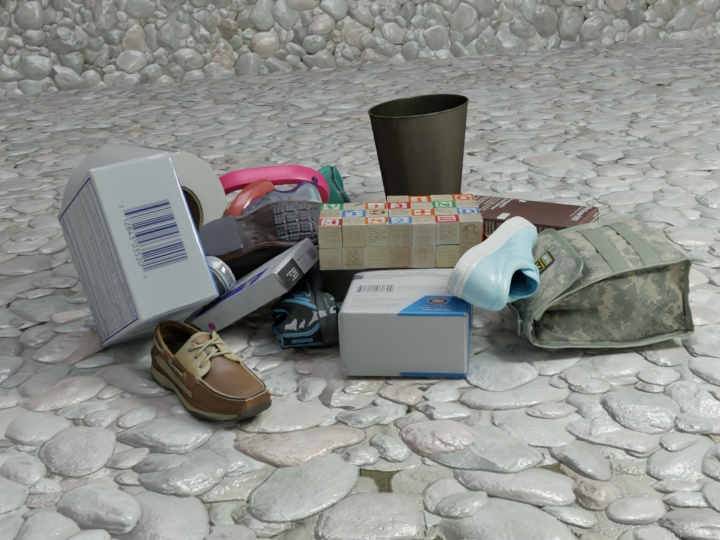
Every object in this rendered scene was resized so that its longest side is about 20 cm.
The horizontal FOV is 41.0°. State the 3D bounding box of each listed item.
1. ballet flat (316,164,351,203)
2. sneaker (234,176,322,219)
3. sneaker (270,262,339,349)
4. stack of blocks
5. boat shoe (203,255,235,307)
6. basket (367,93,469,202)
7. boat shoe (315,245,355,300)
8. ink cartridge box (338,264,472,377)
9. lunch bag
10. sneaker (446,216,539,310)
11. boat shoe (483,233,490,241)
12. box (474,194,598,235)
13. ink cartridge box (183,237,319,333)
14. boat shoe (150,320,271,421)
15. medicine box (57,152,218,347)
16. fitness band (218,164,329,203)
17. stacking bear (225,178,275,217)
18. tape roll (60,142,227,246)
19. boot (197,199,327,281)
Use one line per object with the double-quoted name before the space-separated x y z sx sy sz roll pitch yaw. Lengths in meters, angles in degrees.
"ballet flat" -0.059 -0.133 1.704 0.070 0.068 0.200 -29 21 4
"sneaker" -0.141 -0.065 1.358 0.199 0.075 0.088 -19 44 11
"sneaker" -0.079 0.040 1.225 0.082 0.074 0.200 -13 20 -8
"stack of blocks" 0.049 -0.050 1.207 0.199 0.059 0.115 -2 21 1
"boat shoe" -0.230 0.020 1.276 0.057 0.069 0.200 -43 16 -26
"basket" 0.100 -0.168 1.549 0.180 0.201 0.136 -22 28 -37
"boat shoe" 0.000 -0.002 1.317 0.198 0.075 0.066 5 20 22
"ink cartridge box" 0.062 0.046 1.157 0.146 0.086 0.200 0 20 9
"lunch bag" 0.270 0.018 1.152 0.199 0.118 0.164 -12 21 -1
"sneaker" 0.173 0.001 1.112 0.082 0.074 0.200 32 36 18
"boat shoe" 0.178 -0.025 1.354 0.199 0.063 0.071 6 25 29
"box" 0.237 -0.056 1.410 0.199 0.075 0.100 10 25 29
"ink cartridge box" -0.145 0.029 1.236 0.200 0.037 0.095 -26 15 36
"boat shoe" -0.176 0.107 1.068 0.075 0.074 0.200 -22 27 -38
"medicine box" -0.276 -0.020 1.171 0.103 0.183 0.200 -18 -4 -30
"fitness band" -0.149 -0.114 1.553 0.199 0.144 0.038 -8 57 -5
"stacking bear" -0.093 -0.048 1.419 0.199 0.122 0.114 18 27 30
"tape roll" -0.313 -0.078 1.405 0.139 0.204 0.202 12 26 39
"boot" -0.116 -0.038 1.295 0.199 0.097 0.075 -8 65 -6
